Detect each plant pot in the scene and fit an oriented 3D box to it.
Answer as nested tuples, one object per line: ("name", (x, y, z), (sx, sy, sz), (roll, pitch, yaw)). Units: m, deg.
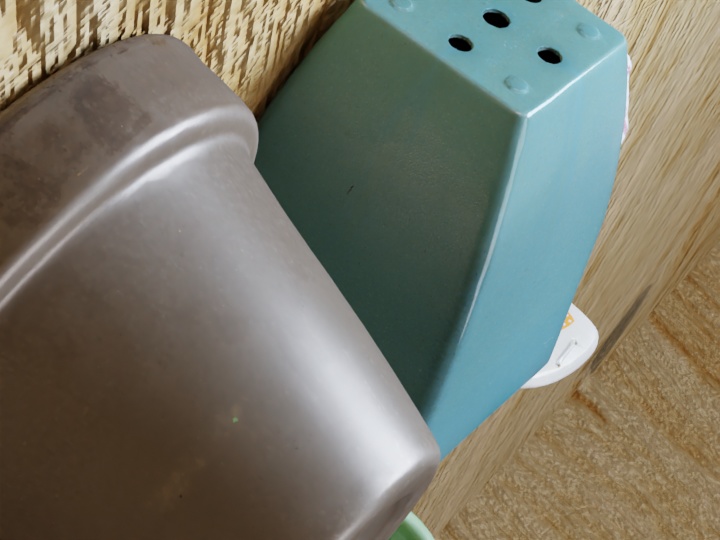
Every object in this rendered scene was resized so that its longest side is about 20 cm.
("plant pot", (0.029, -0.037, 1.011), (0.141, 0.141, 0.200), (-37, 158, -45))
("plant pot", (-0.069, 0.045, 0.797), (0.200, 0.175, 0.200), (-46, 169, -12))

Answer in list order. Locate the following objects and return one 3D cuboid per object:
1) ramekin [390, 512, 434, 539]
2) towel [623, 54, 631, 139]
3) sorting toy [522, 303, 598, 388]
("ramekin", (-0.049, 0.222, 1.497), (0.200, 0.200, 0.098), (-46, -151, -9))
("towel", (0.081, -0.024, 1.225), (0.200, 0.030, 0.146), (-48, 170, -3))
("sorting toy", (0.009, 0.076, 1.363), (0.180, 0.107, 0.200), (-38, -178, -37))
